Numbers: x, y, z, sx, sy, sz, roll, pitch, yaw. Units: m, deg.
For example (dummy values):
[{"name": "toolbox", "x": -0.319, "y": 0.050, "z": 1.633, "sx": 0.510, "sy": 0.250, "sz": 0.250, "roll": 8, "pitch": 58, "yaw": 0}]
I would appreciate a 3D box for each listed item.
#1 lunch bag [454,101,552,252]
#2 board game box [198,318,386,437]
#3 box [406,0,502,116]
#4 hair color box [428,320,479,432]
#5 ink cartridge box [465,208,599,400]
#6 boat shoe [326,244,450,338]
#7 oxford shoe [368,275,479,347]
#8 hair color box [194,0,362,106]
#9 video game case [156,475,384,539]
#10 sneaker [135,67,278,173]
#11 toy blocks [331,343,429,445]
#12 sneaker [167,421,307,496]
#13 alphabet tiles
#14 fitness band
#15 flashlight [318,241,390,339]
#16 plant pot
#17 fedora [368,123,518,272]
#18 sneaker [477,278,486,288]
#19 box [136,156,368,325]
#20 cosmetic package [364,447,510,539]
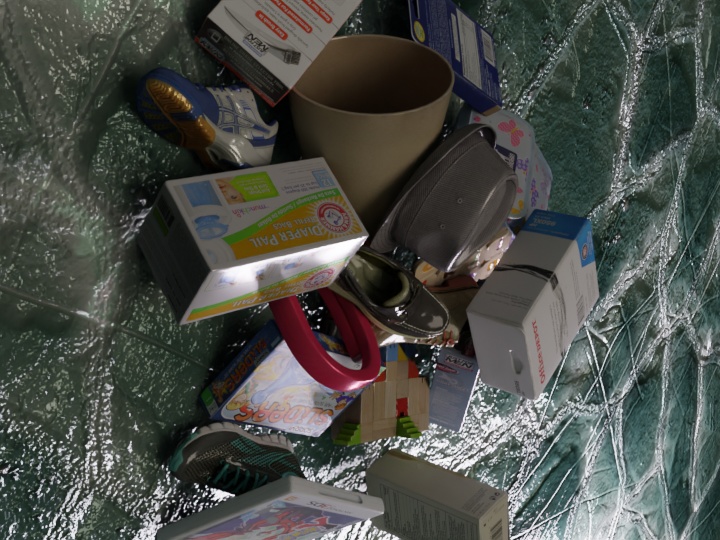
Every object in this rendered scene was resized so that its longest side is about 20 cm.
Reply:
[{"name": "lunch bag", "x": 0.182, "y": -0.114, "z": 1.373, "sx": 0.200, "sy": 0.127, "sz": 0.170, "roll": 48, "pitch": 47, "yaw": -43}, {"name": "board game box", "x": -0.077, "y": 0.133, "z": 1.195, "sx": 0.135, "sy": 0.034, "sz": 0.200, "roll": -47, "pitch": 144, "yaw": 17}, {"name": "box", "x": 0.110, "y": -0.292, "z": 1.277, "sx": 0.200, "sy": 0.032, "sz": 0.122, "roll": 27, "pitch": 52, "yaw": -46}, {"name": "hair color box", "x": 0.140, "y": 0.132, "z": 1.402, "sx": 0.200, "sy": 0.060, "sz": 0.099, "roll": 96, "pitch": 15, "yaw": -53}, {"name": "ink cartridge box", "x": 0.225, "y": 0.042, "z": 1.286, "sx": 0.200, "sy": 0.084, "sz": 0.145, "roll": -51, "pitch": 141, "yaw": -33}, {"name": "boat shoe", "x": 0.033, "y": 0.026, "z": 1.169, "sx": 0.201, "sy": 0.066, "sz": 0.072, "roll": 33, "pitch": 77, "yaw": -27}, {"name": "oxford shoe", "x": 0.090, "y": 0.064, "z": 1.262, "sx": 0.200, "sy": 0.075, "sz": 0.071, "roll": -19, "pitch": 151, "yaw": -33}, {"name": "hair color box", "x": -0.069, "y": -0.286, "z": 1.055, "sx": 0.111, "sy": 0.064, "sz": 0.200, "roll": 40, "pitch": 67, "yaw": -11}, {"name": "video game case", "x": -0.102, "y": 0.292, "z": 1.163, "sx": 0.182, "sy": 0.200, "sz": 0.023, "roll": 29, "pitch": 42, "yaw": -50}, {"name": "sneaker", "x": -0.155, "y": -0.165, "z": 1.034, "sx": 0.200, "sy": 0.075, "sz": 0.088, "roll": 42, "pitch": 62, "yaw": -57}, {"name": "toy blocks", "x": 0.029, "y": 0.152, "z": 1.345, "sx": 0.200, "sy": 0.100, "sz": 0.137, "roll": 0, "pitch": 90, "yaw": -51}, {"name": "sneaker", "x": -0.130, "y": 0.232, "z": 1.158, "sx": 0.200, "sy": 0.091, "sz": 0.078, "roll": 14, "pitch": 114, "yaw": -49}, {"name": "alphabet tiles", "x": 0.109, "y": 0.013, "z": 1.306, "sx": 0.200, "sy": 0.015, "sz": 0.196, "roll": -28, "pitch": 155, "yaw": -17}, {"name": "fitness band", "x": -0.049, "y": 0.049, "z": 1.147, "sx": 0.037, "sy": 0.200, "sz": 0.143, "roll": -39, "pitch": 153, "yaw": 24}, {"name": "flashlight", "x": 0.000, "y": 0.000, "z": 1.273, "sx": 0.068, "sy": 0.068, "sz": 0.201, "roll": 24, "pitch": 79, "yaw": -76}, {"name": "plant pot", "x": 0.007, "y": -0.140, "z": 1.160, "sx": 0.187, "sy": 0.187, "sz": 0.200, "roll": -35, "pitch": 141, "yaw": -38}, {"name": "fedora", "x": 0.110, "y": -0.069, "z": 1.152, "sx": 0.200, "sy": 0.090, "sz": 0.177, "roll": -53, "pitch": 162, "yaw": 16}, {"name": "sneaker", "x": 0.220, "y": 0.008, "z": 1.527, "sx": 0.200, "sy": 0.077, "sz": 0.080, "roll": -40, "pitch": 139, "yaw": -35}, {"name": "box", "x": -0.110, "y": -0.034, "z": 1.042, "sx": 0.200, "sy": 0.113, "sz": 0.101, "roll": -15, "pitch": 156, "yaw": -38}, {"name": "cosmetic package", "x": 0.106, "y": 0.333, "z": 1.398, "sx": 0.071, "sy": 0.200, "sz": 0.106, "roll": -31, "pitch": 125, "yaw": -41}]
